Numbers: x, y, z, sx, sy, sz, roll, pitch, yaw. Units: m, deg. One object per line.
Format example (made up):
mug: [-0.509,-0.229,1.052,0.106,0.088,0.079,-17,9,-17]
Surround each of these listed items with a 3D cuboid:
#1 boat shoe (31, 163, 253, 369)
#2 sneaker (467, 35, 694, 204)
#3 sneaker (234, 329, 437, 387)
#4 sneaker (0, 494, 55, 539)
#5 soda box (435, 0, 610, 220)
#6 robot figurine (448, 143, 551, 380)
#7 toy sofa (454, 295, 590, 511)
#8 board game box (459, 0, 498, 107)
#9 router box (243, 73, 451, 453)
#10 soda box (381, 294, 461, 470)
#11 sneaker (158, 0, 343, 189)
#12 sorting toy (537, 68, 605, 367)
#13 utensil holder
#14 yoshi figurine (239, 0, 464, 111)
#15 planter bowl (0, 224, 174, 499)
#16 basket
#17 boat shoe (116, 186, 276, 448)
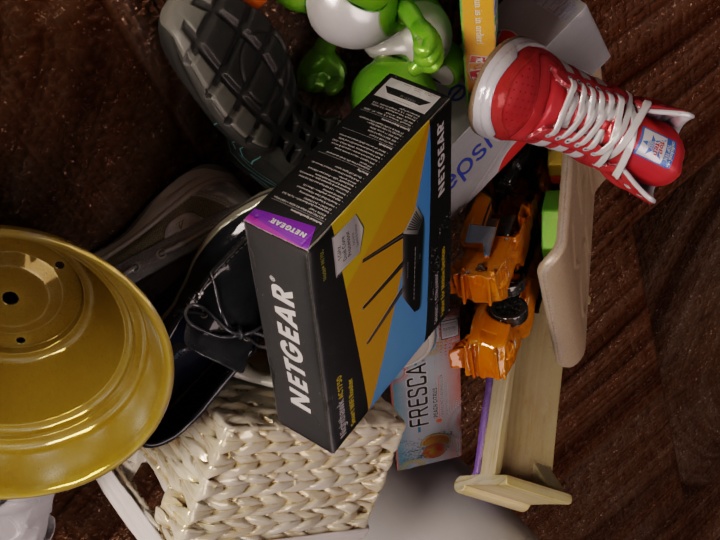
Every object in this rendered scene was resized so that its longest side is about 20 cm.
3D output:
boat shoe: [-0.145,0.018,0.785,0.202,0.065,0.074,-44,141,-1]
sneaker: [0.153,-0.097,0.780,0.200,0.112,0.072,-3,119,-60]
sneaker: [-0.034,0.053,0.862,0.199,0.081,0.077,5,121,-21]
sneaker: [-0.288,0.174,0.783,0.199,0.075,0.116,-18,131,-36]
soda box: [0.091,-0.122,0.879,0.200,0.063,0.068,-46,143,-1]
robot figurine: [0.113,-0.017,0.928,0.200,0.058,0.146,-64,151,-50]
toy sofa: [0.134,0.106,1.040,0.083,0.097,0.201,22,68,-34]
board game box: [0.072,-0.205,0.736,0.030,0.096,0.200,-3,144,9]
router box: [0.000,0.000,0.744,0.149,0.051,0.201,-48,151,-31]
soda box: [0.048,0.081,1.004,0.063,0.069,0.201,-11,134,-6]
sneaker: [-0.070,-0.095,0.738,0.200,0.079,0.076,47,58,-44]
sorting toy: [0.171,-0.046,0.962,0.185,0.036,0.201,65,35,-57]
utensil holder: [0.075,0.269,1.099,0.169,0.200,0.171,-24,137,-24]
yoshi figurine: [0.003,-0.144,0.756,0.112,0.113,0.200,-40,146,18]
planter bowl: [-0.212,0.037,0.703,0.199,0.084,0.201,-5,125,-7]
basket: [-0.081,0.132,0.892,0.199,0.135,0.124,7,114,-45]
boat shoe: [-0.090,0.034,0.748,0.074,0.062,0.200,33,103,-36]
